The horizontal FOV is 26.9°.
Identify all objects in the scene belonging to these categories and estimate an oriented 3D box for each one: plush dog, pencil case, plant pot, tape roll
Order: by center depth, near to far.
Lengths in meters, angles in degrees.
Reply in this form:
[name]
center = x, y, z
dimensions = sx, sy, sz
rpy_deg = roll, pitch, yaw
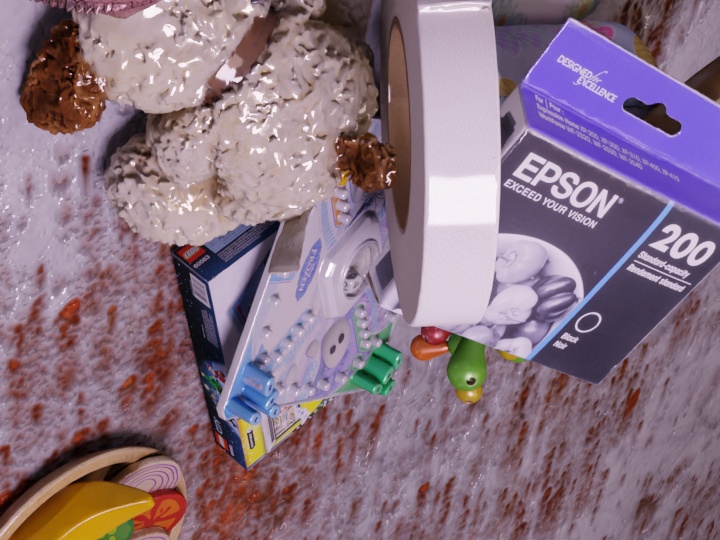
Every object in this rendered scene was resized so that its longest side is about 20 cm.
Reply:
[tape roll]
center = 0.036, -0.073, 0.753
dimensions = 0.037, 0.204, 0.204
rpy_deg = -3, 134, -4
[plush dog]
center = -0.074, -0.108, 0.769
dimensions = 0.171, 0.160, 0.201
rpy_deg = 37, 89, -36
[pencil case]
center = 0.110, -0.113, 0.961
dimensions = 0.199, 0.091, 0.084
rpy_deg = -10, 130, -46
[plant pot]
center = 0.205, -0.084, 1.022
dimensions = 0.200, 0.028, 0.200
rpy_deg = -40, 170, -9

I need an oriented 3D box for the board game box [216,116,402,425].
[board game box]
center = 0.000, 0.000, 0.984
dimensions = 0.200, 0.026, 0.202
rpy_deg = -4, 116, -61

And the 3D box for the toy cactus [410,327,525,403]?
[toy cactus]
center = 0.091, -0.011, 1.043
dimensions = 0.200, 0.102, 0.166
rpy_deg = -45, 134, -39

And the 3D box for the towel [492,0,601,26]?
[towel]
center = 0.098, -0.217, 0.971
dimensions = 0.171, 0.048, 0.201
rpy_deg = -32, 143, -28

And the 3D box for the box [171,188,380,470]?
[box]
center = -0.050, 0.027, 1.012
dimensions = 0.136, 0.038, 0.201
rpy_deg = -39, 146, -27

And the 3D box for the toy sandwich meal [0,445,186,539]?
[toy sandwich meal]
center = -0.179, 0.208, 0.983
dimensions = 0.205, 0.070, 0.206
rpy_deg = -34, 144, -30

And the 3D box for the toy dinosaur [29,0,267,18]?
[toy dinosaur]
center = -0.084, -0.152, 0.664
dimensions = 0.199, 0.136, 0.086
rpy_deg = -34, 177, -9

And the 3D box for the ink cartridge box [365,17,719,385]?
[ink cartridge box]
center = 0.136, -0.031, 0.915
dimensions = 0.197, 0.044, 0.200
rpy_deg = 20, 120, -35
